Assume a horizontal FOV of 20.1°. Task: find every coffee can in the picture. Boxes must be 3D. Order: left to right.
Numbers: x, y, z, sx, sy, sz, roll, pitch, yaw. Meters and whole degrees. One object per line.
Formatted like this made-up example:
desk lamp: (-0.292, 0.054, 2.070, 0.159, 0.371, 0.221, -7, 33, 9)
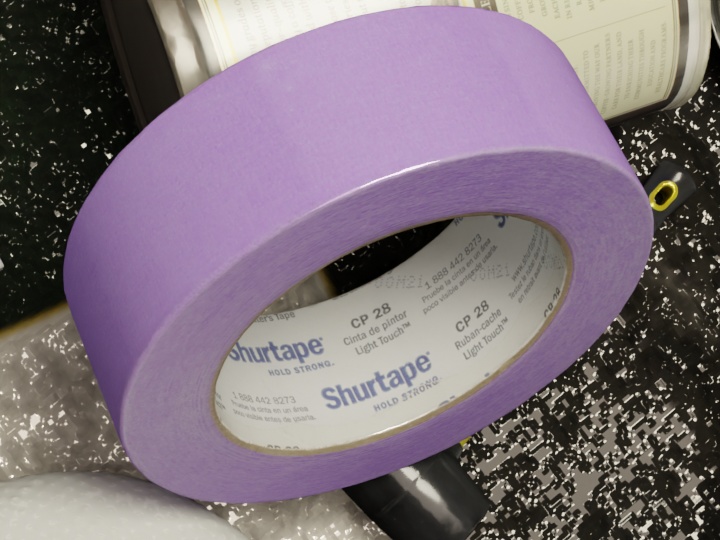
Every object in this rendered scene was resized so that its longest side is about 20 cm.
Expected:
coffee can: (0.012, -0.101, 0.777, 0.199, 0.146, 0.147, -19, 88, -11)

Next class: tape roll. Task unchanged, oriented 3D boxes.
tape roll: (0.000, 0.000, 0.715, 0.199, 0.200, 0.066, -20, 60, -12)

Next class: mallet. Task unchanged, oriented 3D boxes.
mallet: (0.062, 0.024, 0.834, 0.066, 0.041, 0.200, 36, 75, -3)

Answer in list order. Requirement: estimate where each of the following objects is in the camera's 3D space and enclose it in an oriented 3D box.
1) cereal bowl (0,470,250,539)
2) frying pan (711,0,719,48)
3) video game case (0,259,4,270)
cereal bowl: (-0.100, 0.165, 0.741, 0.199, 0.083, 0.201, 6, 68, -16)
frying pan: (0.234, -0.123, 0.878, 0.189, 0.031, 0.116, -10, 87, -15)
video game case: (-0.255, -0.041, 0.723, 0.181, 0.045, 0.201, -32, 100, -19)
